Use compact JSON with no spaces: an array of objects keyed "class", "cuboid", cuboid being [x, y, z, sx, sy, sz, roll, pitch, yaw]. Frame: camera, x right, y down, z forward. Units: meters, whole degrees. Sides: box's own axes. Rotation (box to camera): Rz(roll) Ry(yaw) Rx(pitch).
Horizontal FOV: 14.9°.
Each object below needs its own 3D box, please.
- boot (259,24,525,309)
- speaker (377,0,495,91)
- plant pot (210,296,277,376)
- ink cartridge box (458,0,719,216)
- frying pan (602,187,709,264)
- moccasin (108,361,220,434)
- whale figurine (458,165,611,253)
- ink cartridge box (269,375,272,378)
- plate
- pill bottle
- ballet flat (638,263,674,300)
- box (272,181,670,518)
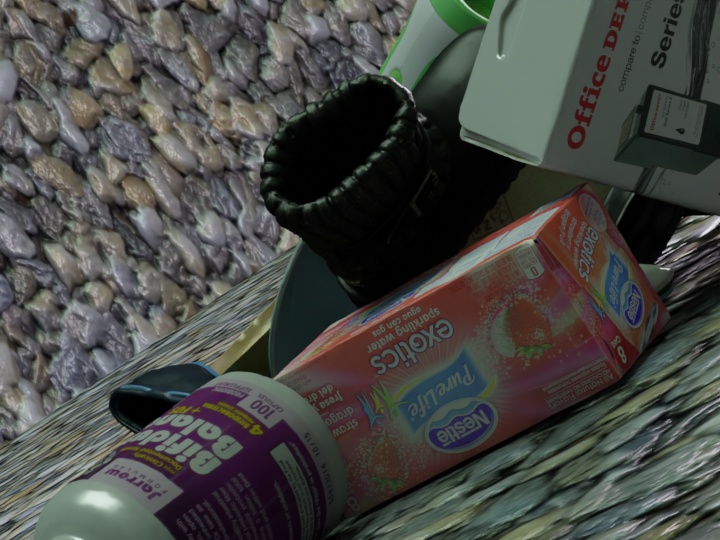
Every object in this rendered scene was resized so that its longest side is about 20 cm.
[{"class":"boot","cuboid":[0.032,-0.085,1.611,0.212,0.079,0.158,-62,-30,-16]},{"class":"speaker","cuboid":[0.046,-0.110,1.829,0.088,0.088,0.200,-37,-17,-50]},{"class":"plant pot","cuboid":[-0.048,0.033,1.937,0.200,0.027,0.200,-45,5,5]},{"class":"ink cartridge box","cuboid":[0.172,-0.116,1.593,0.200,0.146,0.084,12,8,-37]},{"class":"frying pan","cuboid":[0.197,-0.051,1.742,0.190,0.031,0.115,-40,-29,-42]},{"class":"moccasin","cuboid":[-0.086,0.113,1.661,0.068,0.081,0.200,-10,16,-31]},{"class":"whale figurine","cuboid":[0.066,-0.034,1.752,0.200,0.160,0.104,-25,3,-25]},{"class":"ink cartridge box","cuboid":[-0.069,0.110,1.941,0.200,0.050,0.109,-47,4,2]},{"class":"plate","cuboid":[0.000,0.000,1.792,0.200,0.026,0.201,-38,-37,-36]},{"class":"pill bottle","cuboid":[-0.106,0.146,1.499,0.112,0.112,0.200,-27,7,47]},{"class":"ballet flat","cuboid":[0.092,0.033,1.670,0.200,0.070,0.069,-30,5,16]},{"class":"box","cuboid":[0.060,0.046,1.551,0.200,0.095,0.103,-30,5,29]}]
